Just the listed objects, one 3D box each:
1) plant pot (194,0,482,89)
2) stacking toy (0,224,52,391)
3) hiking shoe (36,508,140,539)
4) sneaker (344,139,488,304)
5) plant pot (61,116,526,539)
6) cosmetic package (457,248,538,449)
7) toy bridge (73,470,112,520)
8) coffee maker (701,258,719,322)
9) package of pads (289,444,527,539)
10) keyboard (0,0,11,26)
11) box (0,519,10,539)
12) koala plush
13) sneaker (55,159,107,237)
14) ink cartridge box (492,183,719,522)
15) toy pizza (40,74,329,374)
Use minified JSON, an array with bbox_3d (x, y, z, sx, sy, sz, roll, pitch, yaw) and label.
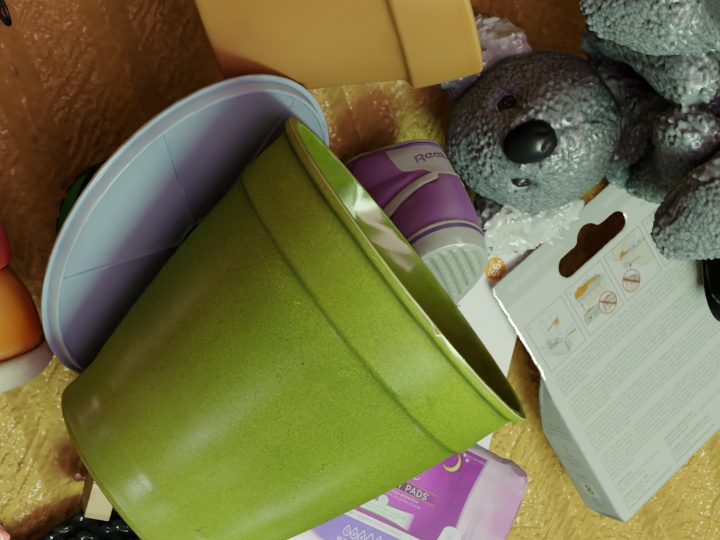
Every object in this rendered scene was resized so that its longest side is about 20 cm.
[{"bbox_3d":[-0.027,-0.183,1.113,0.139,0.200,0.201,-19,116,2],"label":"plant pot"},{"bbox_3d":[-0.246,-0.032,1.089,0.145,0.146,0.202,-8,103,-21],"label":"stacking toy"},{"bbox_3d":[-0.180,0.201,1.252,0.199,0.075,0.087,-7,139,-27],"label":"hiking shoe"},{"bbox_3d":[0.001,0.000,1.251,0.072,0.115,0.200,13,135,-40],"label":"sneaker"},{"bbox_3d":[-0.048,0.057,1.066,0.193,0.201,0.201,-38,119,5],"label":"plant pot"},{"bbox_3d":[0.049,0.072,1.305,0.082,0.051,0.201,5,106,-26],"label":"cosmetic package"},{"bbox_3d":[-0.083,0.147,1.263,0.199,0.067,0.027,13,103,-15],"label":"toy bridge"},{"bbox_3d":[0.326,-0.015,1.315,0.198,0.192,0.136,0,65,-15],"label":"coffee maker"},{"bbox_3d":[-0.009,0.133,1.205,0.199,0.076,0.121,26,80,-20],"label":"package of pads"},{"bbox_3d":[-0.250,-0.181,1.090,0.103,0.040,0.201,-17,115,-17],"label":"keyboard"},{"bbox_3d":[-0.309,0.185,1.160,0.095,0.103,0.200,41,88,-29],"label":"box"},{"bbox_3d":[0.141,-0.091,1.208,0.199,0.184,0.179,-16,101,23],"label":"koala plush"},{"bbox_3d":[-0.127,0.028,1.193,0.078,0.085,0.201,-16,113,-18],"label":"sneaker"},{"bbox_3d":[0.175,0.041,1.338,0.160,0.047,0.201,-40,115,-19],"label":"ink cartridge box"},{"bbox_3d":[-0.098,-0.026,1.103,0.200,0.032,0.201,-34,148,-25],"label":"toy pizza"}]
